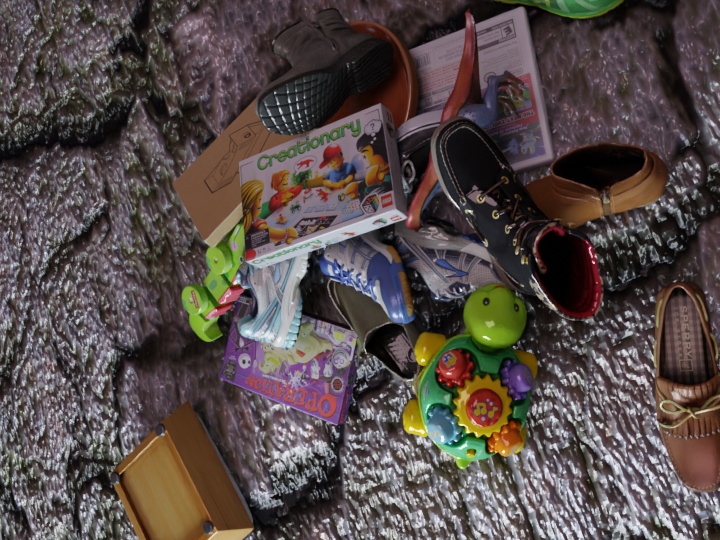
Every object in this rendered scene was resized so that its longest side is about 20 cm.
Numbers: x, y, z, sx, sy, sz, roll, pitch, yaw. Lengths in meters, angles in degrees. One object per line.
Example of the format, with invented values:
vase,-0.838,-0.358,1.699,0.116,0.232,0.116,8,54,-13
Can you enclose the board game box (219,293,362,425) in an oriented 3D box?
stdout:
board game box,-0.094,0.113,1.007,0.196,0.032,0.124,15,97,28

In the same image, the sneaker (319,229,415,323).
sneaker,0.000,0.000,0.898,0.086,0.077,0.201,-20,41,-9

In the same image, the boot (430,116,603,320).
boot,0.146,-0.048,0.712,0.072,0.151,0.203,-31,110,-3

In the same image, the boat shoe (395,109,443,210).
boat shoe,0.038,-0.109,0.877,0.196,0.074,0.069,-27,50,6

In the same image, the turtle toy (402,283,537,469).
turtle toy,0.128,0.115,0.819,0.141,0.101,0.206,10,92,-3

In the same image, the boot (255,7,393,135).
boot,-0.067,-0.237,0.893,0.130,0.198,0.069,37,147,33

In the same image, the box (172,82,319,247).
box,-0.153,-0.144,0.992,0.200,0.021,0.164,-45,42,3

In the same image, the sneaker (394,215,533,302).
sneaker,0.121,-0.002,0.884,0.197,0.076,0.088,23,107,34

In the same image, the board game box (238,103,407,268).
board game box,-0.047,-0.093,0.860,0.196,0.034,0.130,-18,68,24

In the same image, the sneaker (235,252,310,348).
sneaker,-0.109,-0.006,0.937,0.084,0.078,0.206,5,95,-15

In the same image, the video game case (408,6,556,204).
video game case,0.122,-0.194,0.915,0.195,0.023,0.188,-13,80,25

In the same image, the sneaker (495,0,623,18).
sneaker,0.209,-0.330,0.842,0.195,0.083,0.076,13,92,27

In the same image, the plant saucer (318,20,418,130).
plant saucer,-0.006,-0.208,0.960,0.197,0.032,0.207,-4,84,41

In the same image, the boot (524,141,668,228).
boot,0.214,-0.078,0.783,0.195,0.154,0.079,-7,84,27

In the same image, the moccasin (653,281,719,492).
moccasin,0.329,0.114,0.754,0.072,0.077,0.208,-1,86,27

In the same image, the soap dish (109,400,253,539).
soap dish,-0.251,0.311,1.047,0.157,0.081,0.202,-42,68,19

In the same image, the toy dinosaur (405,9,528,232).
toy dinosaur,0.098,-0.138,0.835,0.180,0.105,0.202,-37,96,-7

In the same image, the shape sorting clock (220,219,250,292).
shape sorting clock,-0.137,-0.071,1.033,0.195,0.039,0.207,-1,89,31

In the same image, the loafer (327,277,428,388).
loafer,0.027,0.061,0.922,0.200,0.069,0.076,45,106,23

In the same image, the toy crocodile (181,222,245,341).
toy crocodile,-0.176,0.013,0.999,0.062,0.067,0.201,47,122,16
